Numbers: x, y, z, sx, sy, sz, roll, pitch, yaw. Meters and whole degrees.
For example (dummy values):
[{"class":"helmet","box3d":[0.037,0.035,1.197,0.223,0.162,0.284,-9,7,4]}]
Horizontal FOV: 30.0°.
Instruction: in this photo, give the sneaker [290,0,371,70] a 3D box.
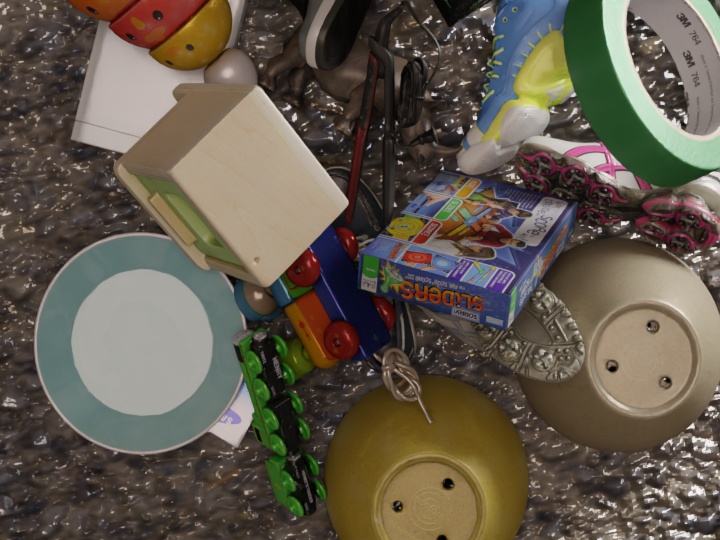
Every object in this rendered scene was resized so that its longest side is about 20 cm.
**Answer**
[{"class":"sneaker","box3d":[-0.056,-0.255,1.195,0.119,0.201,0.084,12,131,8]}]

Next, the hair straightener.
[{"class":"hair straightener","box3d":[0.035,-0.136,1.191,0.076,0.041,0.203,8,103,0]}]

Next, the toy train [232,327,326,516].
[{"class":"toy train","box3d":[-0.076,0.137,1.221,0.041,0.056,0.202,-30,122,-29]}]

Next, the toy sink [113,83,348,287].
[{"class":"toy sink","box3d":[-0.124,-0.076,1.158,0.112,0.199,0.131,-45,115,-14]}]

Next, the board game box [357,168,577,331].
[{"class":"board game box","box3d":[0.097,-0.024,1.165,0.134,0.200,0.035,16,120,20]}]

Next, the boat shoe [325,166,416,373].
[{"class":"boat shoe","box3d":[0.000,0.000,1.249,0.074,0.062,0.203,-14,90,7]}]

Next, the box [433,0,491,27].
[{"class":"box","box3d":[0.111,-0.314,1.167,0.147,0.200,0.125,-31,91,2]}]

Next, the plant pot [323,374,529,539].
[{"class":"plant pot","box3d":[0.061,0.204,1.214,0.197,0.142,0.203,0,92,1]}]

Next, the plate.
[{"class":"plate","box3d":[-0.199,0.066,1.232,0.197,0.026,0.204,0,91,1]}]

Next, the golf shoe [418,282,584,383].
[{"class":"golf shoe","box3d":[0.128,0.046,1.199,0.199,0.097,0.079,35,82,37]}]

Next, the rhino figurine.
[{"class":"rhino figurine","box3d":[0.008,-0.161,1.235,0.198,0.060,0.088,31,93,10]}]

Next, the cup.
[{"class":"cup","box3d":[0.241,0.072,1.205,0.197,0.143,0.204,0,91,2]}]

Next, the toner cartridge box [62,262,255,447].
[{"class":"toner cartridge box","box3d":[-0.175,0.073,1.265,0.198,0.043,0.096,30,93,0]}]

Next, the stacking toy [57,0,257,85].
[{"class":"stacking toy","box3d":[-0.161,-0.231,1.202,0.146,0.146,0.200,-43,106,2]}]

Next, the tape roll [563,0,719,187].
[{"class":"tape roll","box3d":[0.262,-0.176,1.181,0.048,0.199,0.202,-25,92,46]}]

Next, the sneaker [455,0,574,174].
[{"class":"sneaker","box3d":[0.144,-0.185,1.245,0.200,0.076,0.105,-44,72,3]}]

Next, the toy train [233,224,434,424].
[{"class":"toy train","box3d":[-0.027,0.069,1.198,0.115,0.084,0.202,-28,91,35]}]

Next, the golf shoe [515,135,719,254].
[{"class":"golf shoe","box3d":[0.240,-0.086,1.243,0.197,0.073,0.093,20,55,1]}]

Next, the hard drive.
[{"class":"hard drive","box3d":[-0.185,-0.204,1.265,0.130,0.027,0.203,14,92,1]}]
